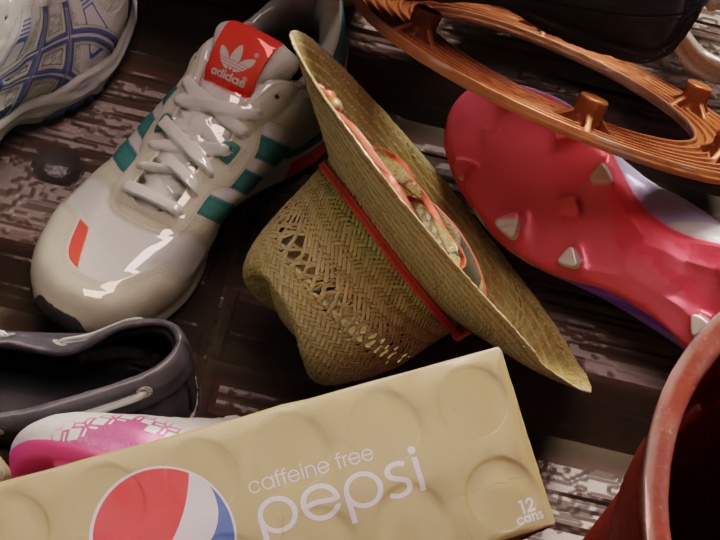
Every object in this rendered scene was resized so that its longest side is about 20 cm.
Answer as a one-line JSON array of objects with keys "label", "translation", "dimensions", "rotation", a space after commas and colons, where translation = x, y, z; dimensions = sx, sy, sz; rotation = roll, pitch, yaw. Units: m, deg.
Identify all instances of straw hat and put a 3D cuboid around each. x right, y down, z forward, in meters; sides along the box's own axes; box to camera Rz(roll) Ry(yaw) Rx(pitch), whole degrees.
[{"label": "straw hat", "translation": [0.000, 0.000, 0.962], "dimensions": [0.085, 0.201, 0.201], "rotation": [-40, 58, 7]}]

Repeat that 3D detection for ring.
[{"label": "ring", "translation": [0.090, -0.090, 1.055], "dimensions": [0.200, 0.019, 0.201], "rotation": [21, 17, -7]}]

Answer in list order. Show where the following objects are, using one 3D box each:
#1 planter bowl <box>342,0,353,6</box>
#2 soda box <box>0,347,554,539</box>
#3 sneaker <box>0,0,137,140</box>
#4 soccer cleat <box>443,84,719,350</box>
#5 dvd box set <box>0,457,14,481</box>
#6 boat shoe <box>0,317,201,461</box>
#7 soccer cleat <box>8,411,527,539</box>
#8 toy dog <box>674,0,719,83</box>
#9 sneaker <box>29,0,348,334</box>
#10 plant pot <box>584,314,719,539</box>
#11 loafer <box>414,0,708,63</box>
[{"label": "planter bowl", "translation": [-0.077, -0.188, 1.102], "dimensions": [0.083, 0.200, 0.201], "rotation": [-28, 51, 11]}, {"label": "soda box", "translation": [-0.039, 0.087, 0.828], "dimensions": [0.199, 0.064, 0.068], "rotation": [-14, 80, -15]}, {"label": "sneaker", "translation": [-0.156, -0.107, 1.039], "dimensions": [0.075, 0.088, 0.200], "rotation": [25, 47, 13]}, {"label": "soccer cleat", "translation": [0.120, -0.013, 1.035], "dimensions": [0.200, 0.076, 0.067], "rotation": [35, 95, 24]}, {"label": "dvd box set", "translation": [-0.192, 0.059, 0.812], "dimensions": [0.029, 0.200, 0.147], "rotation": [-25, 26, 23]}, {"label": "boat shoe", "translation": [-0.160, 0.039, 0.922], "dimensions": [0.199, 0.063, 0.073], "rotation": [3, 51, -8]}, {"label": "soccer cleat", "translation": [-0.031, 0.082, 0.907], "dimensions": [0.199, 0.070, 0.087], "rotation": [19, 55, -5]}, {"label": "toy dog", "translation": [0.134, -0.182, 1.168], "dimensions": [0.199, 0.132, 0.096], "rotation": [25, 10, 5]}, {"label": "sneaker", "translation": [-0.069, -0.056, 1.007], "dimensions": [0.070, 0.094, 0.200], "rotation": [31, 49, 16]}, {"label": "plant pot", "translation": [0.142, 0.132, 0.784], "dimensions": [0.200, 0.195, 0.202], "rotation": [10, 59, -17]}, {"label": "loafer", "translation": [0.050, -0.144, 0.988], "dimensions": [0.200, 0.071, 0.068], "rotation": [15, 52, -7]}]
